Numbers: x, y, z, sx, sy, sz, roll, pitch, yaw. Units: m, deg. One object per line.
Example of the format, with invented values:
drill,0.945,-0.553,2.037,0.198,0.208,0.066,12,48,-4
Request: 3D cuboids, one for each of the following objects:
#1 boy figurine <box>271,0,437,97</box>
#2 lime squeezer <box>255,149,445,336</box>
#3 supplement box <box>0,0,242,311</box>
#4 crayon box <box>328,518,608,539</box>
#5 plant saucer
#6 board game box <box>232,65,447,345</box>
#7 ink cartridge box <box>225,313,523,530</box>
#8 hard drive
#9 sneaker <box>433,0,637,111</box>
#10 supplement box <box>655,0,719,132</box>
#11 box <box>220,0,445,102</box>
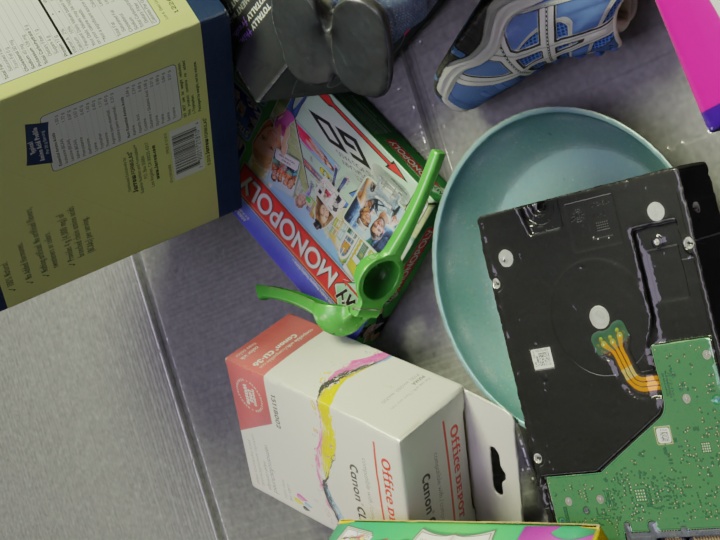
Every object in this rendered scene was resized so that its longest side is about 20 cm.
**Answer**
boy figurine,0.028,-0.176,0.778,0.124,0.200,0.065,13,134,27
lime squeezer,0.000,0.000,0.932,0.200,0.038,0.071,-37,43,42
supplement box,-0.198,-0.106,0.926,0.134,0.199,0.200,55,160,29
crayon box,0.088,0.229,0.861,0.200,0.058,0.173,-8,122,42
plant saucer,0.129,0.002,0.841,0.200,0.036,0.201,12,108,42
board game box,-0.031,-0.063,0.982,0.200,0.029,0.135,47,127,25
ink cartridge box,0.009,0.118,0.937,0.200,0.067,0.117,20,132,39
hard drive,0.148,0.052,0.784,0.140,0.038,0.200,-14,89,44
sneaker,0.107,-0.141,0.802,0.077,0.076,0.200,34,146,-7
supplement box,0.195,-0.182,0.692,0.101,0.103,0.200,-26,82,44
box,-0.046,-0.224,0.906,0.122,0.106,0.200,-43,69,40
